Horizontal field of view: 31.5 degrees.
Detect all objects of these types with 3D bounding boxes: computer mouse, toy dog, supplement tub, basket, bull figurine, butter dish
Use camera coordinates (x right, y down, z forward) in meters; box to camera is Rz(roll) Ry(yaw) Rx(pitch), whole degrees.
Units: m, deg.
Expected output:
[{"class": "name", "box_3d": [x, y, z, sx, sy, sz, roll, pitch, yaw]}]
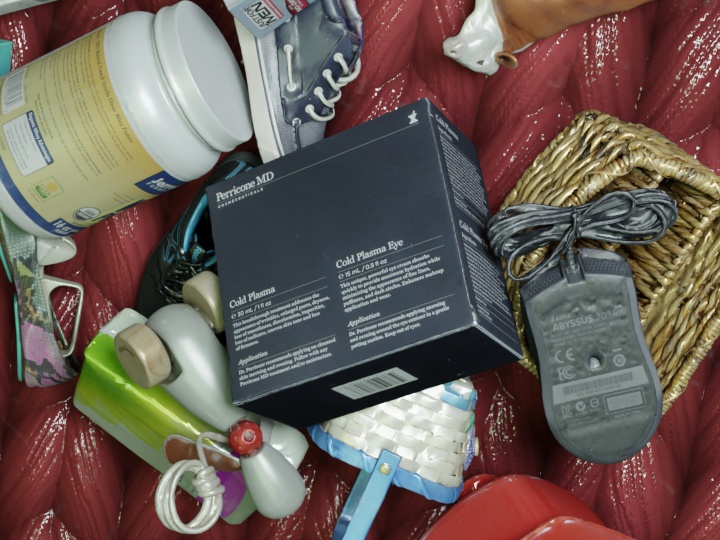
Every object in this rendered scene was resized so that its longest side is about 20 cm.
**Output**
[{"class": "computer mouse", "box_3d": [0.171, 0.041, 0.939, 0.138, 0.053, 0.201, -9, 100, 3]}, {"class": "toy dog", "box_3d": [-0.124, 0.104, 1.012, 0.131, 0.096, 0.201, -11, 87, -26]}, {"class": "supplement tub", "box_3d": [-0.202, -0.124, 1.048, 0.199, 0.144, 0.145, -22, 100, 16]}, {"class": "basket", "box_3d": [0.191, -0.003, 0.978, 0.142, 0.149, 0.201, 14, 115, -39]}, {"class": "bull figurine", "box_3d": [0.150, -0.228, 0.984, 0.199, 0.065, 0.122, -18, 127, 6]}, {"class": "butter dish", "box_3d": [0.126, 0.241, 1.095, 0.200, 0.148, 0.199, -42, 138, 19]}, {"class": "basket", "box_3d": [0.019, 0.157, 1.068, 0.139, 0.176, 0.201, 28, 98, -2]}]

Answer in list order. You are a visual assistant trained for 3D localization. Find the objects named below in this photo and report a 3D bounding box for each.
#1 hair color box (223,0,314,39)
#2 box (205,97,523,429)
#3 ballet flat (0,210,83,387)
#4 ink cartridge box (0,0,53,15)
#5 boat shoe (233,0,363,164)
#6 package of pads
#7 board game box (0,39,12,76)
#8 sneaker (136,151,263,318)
[{"class": "hair color box", "box_3d": [-0.030, -0.281, 0.982, 0.199, 0.061, 0.099, -33, 69, 9]}, {"class": "box", "box_3d": [0.000, 0.000, 0.968, 0.199, 0.104, 0.183, -19, 66, 21]}, {"class": "ballet flat", "box_3d": [-0.287, 0.009, 1.150, 0.071, 0.069, 0.201, -8, 109, -6]}, {"class": "ink cartridge box", "box_3d": [-0.324, -0.298, 1.053, 0.199, 0.045, 0.177, -13, 94, 9]}, {"class": "boat shoe", "box_3d": [-0.038, -0.150, 1.044, 0.092, 0.075, 0.201, -9, 103, 21]}, {"class": "package of pads", "box_3d": [-0.153, 0.131, 1.114, 0.200, 0.068, 0.155, 37, 153, -1]}, {"class": "board game box", "box_3d": [-0.396, -0.118, 1.140, 0.151, 0.045, 0.201, 13, 107, 8]}, {"class": "sneaker", "box_3d": [-0.146, -0.011, 1.102, 0.073, 0.082, 0.201, 29, 110, 0]}]
